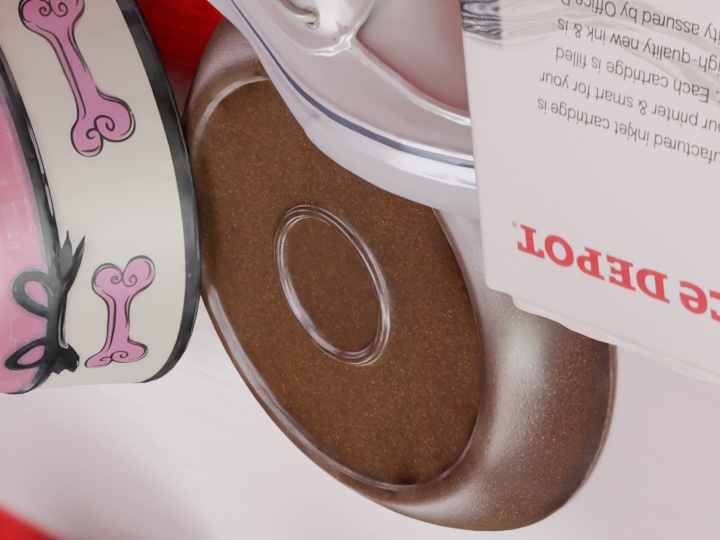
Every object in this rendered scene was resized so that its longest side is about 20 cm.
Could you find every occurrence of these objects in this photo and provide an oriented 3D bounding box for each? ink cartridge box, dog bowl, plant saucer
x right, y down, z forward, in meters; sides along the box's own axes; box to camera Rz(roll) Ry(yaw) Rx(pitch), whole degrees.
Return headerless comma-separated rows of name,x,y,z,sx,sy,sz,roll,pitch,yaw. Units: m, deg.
ink cartridge box,0.098,-0.078,0.663,0.145,0.084,0.201,21,127,45
dog bowl,-0.137,-0.044,0.981,0.200,0.074,0.201,40,140,45
plant saucer,0.000,0.000,0.896,0.200,0.032,0.201,33,136,38

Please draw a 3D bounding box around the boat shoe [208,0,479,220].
boat shoe,-0.005,-0.088,0.798,0.200,0.073,0.067,38,147,33
